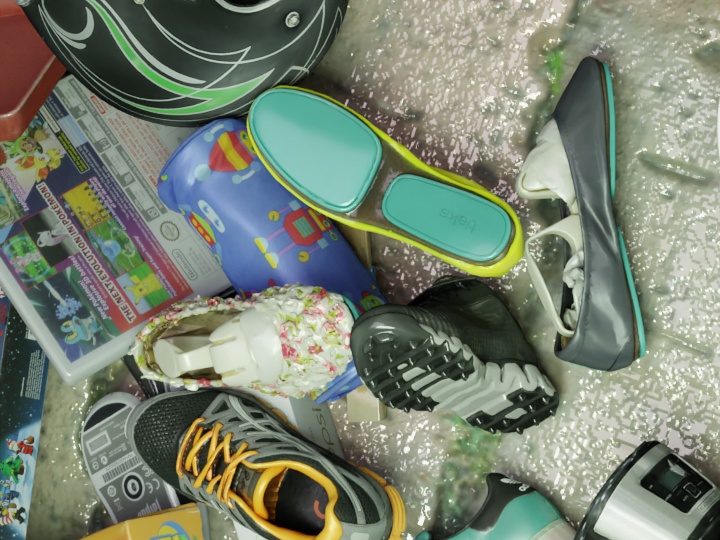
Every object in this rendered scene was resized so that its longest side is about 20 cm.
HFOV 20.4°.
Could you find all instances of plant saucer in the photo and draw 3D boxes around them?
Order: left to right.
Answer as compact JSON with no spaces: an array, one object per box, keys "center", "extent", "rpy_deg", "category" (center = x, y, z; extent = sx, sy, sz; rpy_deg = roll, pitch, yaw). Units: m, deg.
[{"center":[-0.283,-0.144,1.414],"extent":[0.199,0.200,0.037],"rpy_deg":[-4,128,23],"category":"plant saucer"}]

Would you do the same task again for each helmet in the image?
[{"center":[-0.109,-0.189,1.316],"extent":[0.200,0.191,0.200],"rpy_deg":[-45,26,29],"category":"helmet"}]

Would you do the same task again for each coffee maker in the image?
[{"center":[0.210,0.225,1.171],"extent":[0.200,0.135,0.192],"rpy_deg":[28,97,24],"category":"coffee maker"}]

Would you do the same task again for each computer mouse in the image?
[{"center":[-0.127,0.175,1.370],"extent":[0.110,0.044,0.200],"rpy_deg":[-30,77,32],"category":"computer mouse"}]

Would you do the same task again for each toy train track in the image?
[{"center":[0.000,0.000,1.340],"extent":[0.114,0.033,0.200],"rpy_deg":[-4,90,20],"category":"toy train track"}]

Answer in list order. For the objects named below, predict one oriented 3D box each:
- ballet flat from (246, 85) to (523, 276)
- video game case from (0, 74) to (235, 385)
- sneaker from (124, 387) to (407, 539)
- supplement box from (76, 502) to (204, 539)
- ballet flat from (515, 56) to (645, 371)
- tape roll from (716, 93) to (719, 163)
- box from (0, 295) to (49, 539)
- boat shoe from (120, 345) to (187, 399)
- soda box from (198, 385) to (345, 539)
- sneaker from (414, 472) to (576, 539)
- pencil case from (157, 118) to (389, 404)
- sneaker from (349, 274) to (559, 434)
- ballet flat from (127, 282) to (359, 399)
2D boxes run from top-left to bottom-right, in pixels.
[{"center":[0.017,-0.051,1.274],"extent":[0.200,0.067,0.067],"rpy_deg":[29,88,17],"category":"ballet flat"},{"center":[-0.172,-0.044,1.367],"extent":[0.182,0.023,0.200],"rpy_deg":[-30,70,-17],"category":"video game case"},{"center":[-0.068,0.126,1.263],"extent":[0.200,0.077,0.078],"rpy_deg":[19,94,24],"category":"sneaker"},{"center":[-0.181,0.214,1.340],"extent":[0.200,0.069,0.067],"rpy_deg":[-27,74,42],"category":"supplement box"},{"center":[0.133,-0.035,1.257],"extent":[0.073,0.073,0.200],"rpy_deg":[-9,84,22],"category":"ballet flat"},{"center":[0.311,-0.085,1.179],"extent":[0.202,0.037,0.203],"rpy_deg":[2,99,12],"category":"tape roll"},{"center":[-0.269,0.125,1.386],"extent":[0.136,0.038,0.200],"rpy_deg":[-13,68,53],"category":"box"},{"center":[-0.178,0.021,1.379],"extent":[0.066,0.070,0.200],"rpy_deg":[-21,71,-17],"category":"boat shoe"},{"center":[-0.044,0.153,1.325],"extent":[0.068,0.064,0.200],"rpy_deg":[-23,77,20],"category":"soda box"},{"center":[0.051,0.215,1.280],"extent":[0.200,0.071,0.080],"rpy_deg":[-47,67,6],"category":"sneaker"},{"center":[-0.053,-0.006,1.299],"extent":[0.200,0.078,0.087],"rpy_deg":[52,134,10],"category":"pencil case"},{"center":[0.048,0.041,1.231],"extent":[0.066,0.200,0.091],"rpy_deg":[-31,61,24],"category":"sneaker"},{"center":[-0.077,0.050,1.242],"extent":[0.200,0.064,0.076],"rpy_deg":[-11,95,55],"category":"ballet flat"}]
